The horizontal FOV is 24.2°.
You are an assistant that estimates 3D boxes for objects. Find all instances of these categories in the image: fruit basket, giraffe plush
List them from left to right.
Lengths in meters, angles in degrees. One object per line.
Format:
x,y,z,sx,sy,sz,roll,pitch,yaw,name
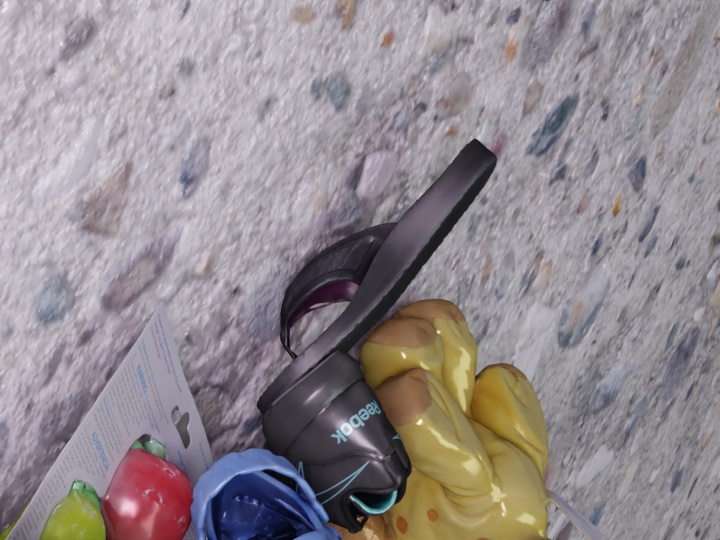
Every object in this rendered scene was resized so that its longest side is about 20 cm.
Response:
-0.134,0.143,0.823,0.186,0.093,0.201,80,28,-51,fruit basket
0.033,0.144,1.059,0.162,0.201,0.172,-37,180,24,giraffe plush

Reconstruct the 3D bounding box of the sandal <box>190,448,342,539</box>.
-0.048,0.137,0.863,0.079,0.088,0.200,-29,174,-13,sandal

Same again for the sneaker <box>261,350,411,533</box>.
-0.023,0.118,0.937,0.075,0.079,0.200,-40,169,-23,sneaker

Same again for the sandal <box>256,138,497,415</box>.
0.000,0.000,0.951,0.201,0.048,0.075,-50,171,-15,sandal
